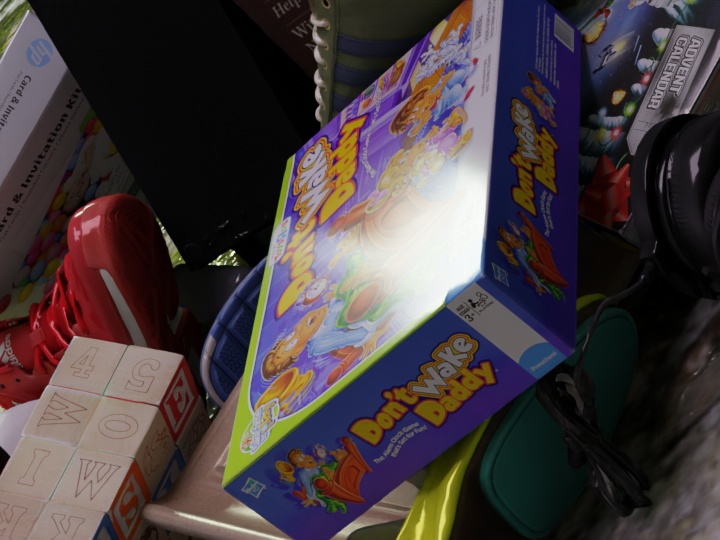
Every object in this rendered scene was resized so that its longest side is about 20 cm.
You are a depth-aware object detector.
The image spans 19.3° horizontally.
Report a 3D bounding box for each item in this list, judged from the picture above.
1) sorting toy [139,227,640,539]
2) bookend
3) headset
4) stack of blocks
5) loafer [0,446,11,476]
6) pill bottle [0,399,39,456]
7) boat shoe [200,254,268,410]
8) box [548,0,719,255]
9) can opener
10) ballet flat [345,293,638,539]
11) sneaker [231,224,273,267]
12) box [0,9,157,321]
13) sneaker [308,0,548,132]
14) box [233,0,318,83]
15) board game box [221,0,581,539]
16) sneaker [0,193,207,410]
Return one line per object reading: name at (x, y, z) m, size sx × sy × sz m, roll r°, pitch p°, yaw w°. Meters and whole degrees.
sorting toy at (0.020, 0.046, 0.878) m, size 0.184 × 0.037 × 0.201 m, roll 5°, pitch 51°, yaw 49°
bookend at (-0.063, -0.129, 1.086) m, size 0.092 × 0.201 × 0.199 m, roll -30°, pitch 3°, yaw 27°
headset at (0.143, -0.008, 0.728) m, size 0.199 × 0.094 × 0.123 m, roll -37°, pitch 18°, yaw -10°
stack of blocks at (-0.124, 0.144, 0.917) m, size 0.058 × 0.116 × 0.201 m, roll 8°, pitch 52°, yaw 21°
loafer at (-0.182, 0.143, 0.955) m, size 0.071 × 0.201 × 0.073 m, roll 3°, pitch 46°, yaw 19°
pill bottle at (-0.171, 0.127, 1.084) m, size 0.199 × 0.111 × 0.112 m, roll -24°, pitch 31°, yaw 54°
boat shoe at (0.000, 0.000, 1.014) m, size 0.200 × 0.072 × 0.072 m, roll -41°, pitch 5°, yaw -17°
box at (0.125, -0.111, 0.842) m, size 0.137 × 0.040 × 0.201 m, roll 29°, pitch 89°, yaw 56°
can opener at (-0.086, 0.031, 1.199) m, size 0.200 × 0.053 × 0.068 m, roll -178°, pitch 94°, yaw -67°
ballet flat at (0.031, 0.088, 0.748) m, size 0.067 × 0.067 × 0.201 m, roll 9°, pitch 60°, yaw 36°
sneaker at (-0.048, -0.066, 1.240) m, size 0.116 × 0.076 × 0.200 m, roll -47°, pitch 18°, yaw -3°
box at (-0.163, -0.046, 1.150) m, size 0.157 × 0.041 × 0.200 m, roll -59°, pitch -18°, yaw 3°
sneaker at (0.009, -0.108, 0.893) m, size 0.200 × 0.089 × 0.067 m, roll -49°, pitch 17°, yaw 41°
box at (-0.004, -0.224, 0.985) m, size 0.165 × 0.200 × 0.165 m, roll -32°, pitch 26°, yaw 34°
board game box at (0.020, -0.009, 0.788) m, size 0.134 × 0.045 × 0.201 m, roll -40°, pitch 24°, yaw 30°
sneaker at (-0.147, 0.033, 1.062) m, size 0.114 × 0.201 × 0.079 m, roll -7°, pitch 59°, yaw 4°
